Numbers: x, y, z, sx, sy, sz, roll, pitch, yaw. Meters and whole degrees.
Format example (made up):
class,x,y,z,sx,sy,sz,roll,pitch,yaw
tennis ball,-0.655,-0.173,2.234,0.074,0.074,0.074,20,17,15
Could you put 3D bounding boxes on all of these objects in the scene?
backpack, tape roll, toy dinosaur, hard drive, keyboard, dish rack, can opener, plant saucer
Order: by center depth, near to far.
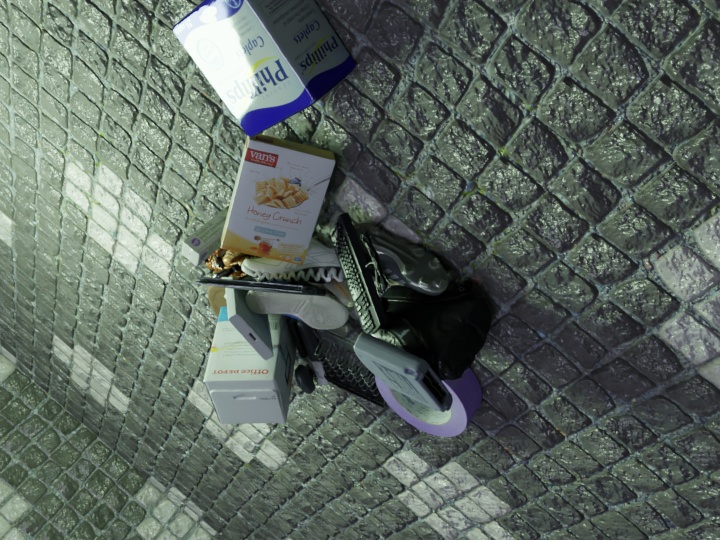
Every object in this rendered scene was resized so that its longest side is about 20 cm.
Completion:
class,x,y,z,sx,sy,sz,roll,pitch,yaw
keyboard,0.000,0.000,1.342,0.127,0.020,0.201,-46,60,54
backpack,0.105,0.102,1.377,0.199,0.167,0.127,11,141,45
tape roll,0.127,0.221,1.556,0.199,0.066,0.201,26,142,22
toy dinosaur,-0.219,-0.021,1.557,0.199,0.136,0.103,26,146,34
hard drive,-0.222,0.067,1.623,0.026,0.201,0.132,-28,127,9
dish rack,-0.021,0.187,1.638,0.153,0.055,0.200,20,156,28
can opener,-0.117,0.181,1.744,0.053,0.067,0.201,14,137,32
plant saucer,-0.264,0.088,1.820,0.199,0.029,0.201,26,142,22

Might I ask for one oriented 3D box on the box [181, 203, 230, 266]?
class,x,y,z,sx,sy,sz,roll,pitch,yaw
box,-0.232,-0.085,1.452,0.039,0.200,0.042,37,143,10

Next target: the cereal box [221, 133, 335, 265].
class,x,y,z,sx,sy,sz,roll,pitch,yaw
cereal box,-0.135,-0.113,1.334,0.143,0.040,0.201,11,120,-15

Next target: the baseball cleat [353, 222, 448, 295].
class,x,y,z,sx,sy,sz,roll,pitch,yaw
baseball cleat,0.064,-0.007,1.381,0.200,0.070,0.107,37,152,24

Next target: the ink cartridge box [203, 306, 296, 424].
class,x,y,z,sx,sy,sz,roll,pitch,yaw
ink cartridge box,-0.222,0.194,1.704,0.145,0.201,0.147,-2,134,6

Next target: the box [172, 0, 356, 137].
class,x,y,z,sx,sy,sz,roll,pitch,yaw
box,-0.141,-0.322,1.192,0.183,0.105,0.201,-14,119,50

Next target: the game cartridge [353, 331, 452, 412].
class,x,y,z,sx,sy,sz,roll,pitch,yaw
game cartridge,0.066,0.163,1.323,0.132,0.041,0.200,18,162,28

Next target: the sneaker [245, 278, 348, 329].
class,x,y,z,sx,sy,sz,roll,pitch,yaw
sneaker,-0.117,0.057,1.611,0.198,0.111,0.077,8,105,2

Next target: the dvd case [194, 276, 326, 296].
class,x,y,z,sx,sy,sz,roll,pitch,yaw
dvd case,-0.176,0.030,1.473,0.198,0.016,0.149,5,177,13

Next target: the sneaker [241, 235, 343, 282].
class,x,y,z,sx,sy,sz,roll,pitch,yaw
sneaker,-0.109,-0.020,1.445,0.075,0.198,0.082,-153,62,-77

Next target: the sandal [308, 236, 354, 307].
class,x,y,z,sx,sy,sz,roll,pitch,yaw
sandal,-0.079,0.002,1.525,0.200,0.055,0.082,48,145,-10
